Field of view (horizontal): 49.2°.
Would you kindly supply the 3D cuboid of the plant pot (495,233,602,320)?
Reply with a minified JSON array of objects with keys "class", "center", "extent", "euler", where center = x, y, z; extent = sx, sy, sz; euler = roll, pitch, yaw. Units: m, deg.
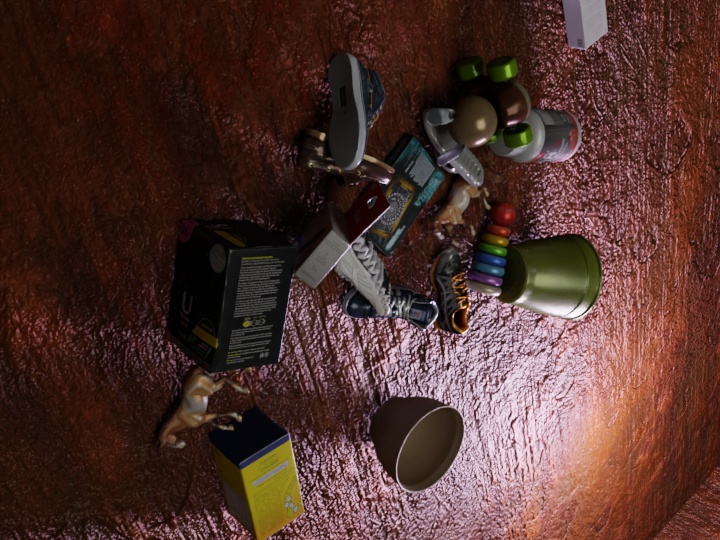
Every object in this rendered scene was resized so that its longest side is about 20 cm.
[{"class":"plant pot","center":[0.399,0.010,1.761],"extent":[0.193,0.200,0.201],"euler":[3,108,-31]}]

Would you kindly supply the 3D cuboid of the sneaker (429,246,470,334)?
[{"class":"sneaker","center":[0.198,0.045,1.656],"extent":[0.078,0.077,0.200],"euler":[-24,123,-31]}]

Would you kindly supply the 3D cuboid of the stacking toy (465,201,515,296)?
[{"class":"stacking toy","center":[0.288,-0.050,1.697],"extent":[0.085,0.085,0.200],"euler":[9,99,-45]}]

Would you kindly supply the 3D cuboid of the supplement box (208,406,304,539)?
[{"class":"supplement box","center":[-0.187,0.372,1.432],"extent":[0.109,0.109,0.200],"euler":[-27,126,-31]}]

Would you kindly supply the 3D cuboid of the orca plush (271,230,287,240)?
[{"class":"orca plush","center":[-0.169,0.030,1.317],"extent":[0.071,0.105,0.200],"euler":[7,110,-12]}]

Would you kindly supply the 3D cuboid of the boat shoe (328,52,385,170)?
[{"class":"boat shoe","center":[0.001,-0.255,1.293],"extent":[0.091,0.071,0.200],"euler":[12,71,-47]}]

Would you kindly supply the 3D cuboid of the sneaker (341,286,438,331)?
[{"class":"sneaker","center":[0.066,0.072,1.523],"extent":[0.200,0.108,0.070],"euler":[0,109,-42]}]

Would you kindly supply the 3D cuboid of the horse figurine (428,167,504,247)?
[{"class":"horse figurine","center":[0.213,-0.137,1.602],"extent":[0.133,0.050,0.200],"euler":[39,82,-45]}]

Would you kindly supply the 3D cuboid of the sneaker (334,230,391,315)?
[{"class":"sneaker","center":[0.000,0.000,1.439],"extent":[0.081,0.075,0.200],"euler":[-19,115,13]}]

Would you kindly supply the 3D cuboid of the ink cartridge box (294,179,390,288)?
[{"class":"ink cartridge box","center":[-0.036,-0.075,1.273],"extent":[0.045,0.200,0.176],"euler":[39,100,-15]}]

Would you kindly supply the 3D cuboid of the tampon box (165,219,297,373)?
[{"class":"tampon box","center":[-0.205,0.035,1.227],"extent":[0.126,0.150,0.200],"euler":[-4,111,-42]}]

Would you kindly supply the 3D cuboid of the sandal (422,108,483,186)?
[{"class":"sandal","center":[0.169,-0.226,1.515],"extent":[0.203,0.050,0.083],"euler":[44,42,-32]}]

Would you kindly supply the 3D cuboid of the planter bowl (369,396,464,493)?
[{"class":"planter bowl","center":[0.106,0.350,1.674],"extent":[0.200,0.135,0.200],"euler":[-19,121,-35]}]

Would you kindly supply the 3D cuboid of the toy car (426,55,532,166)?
[{"class":"toy car","center":[0.198,-0.279,1.445],"extent":[0.200,0.158,0.164],"euler":[-35,121,-25]}]

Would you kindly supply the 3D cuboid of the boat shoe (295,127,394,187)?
[{"class":"boat shoe","center":[-0.027,-0.178,1.349],"extent":[0.200,0.070,0.070],"euler":[17,90,-37]}]

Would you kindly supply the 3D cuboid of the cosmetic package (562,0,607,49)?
[{"class":"cosmetic package","center":[0.460,-0.569,1.626],"extent":[0.083,0.051,0.200],"euler":[-38,131,-21]}]

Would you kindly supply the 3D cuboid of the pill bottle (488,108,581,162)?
[{"class":"pill bottle","center":[0.357,-0.279,1.625],"extent":[0.200,0.111,0.111],"euler":[-8,115,-40]}]

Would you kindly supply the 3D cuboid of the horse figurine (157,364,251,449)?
[{"class":"horse figurine","center":[-0.256,0.212,1.310],"extent":[0.132,0.050,0.200],"euler":[8,119,-24]}]

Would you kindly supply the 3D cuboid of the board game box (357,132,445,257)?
[{"class":"board game box","center":[0.069,-0.140,1.484],"extent":[0.200,0.028,0.135],"euler":[-55,136,-9]}]
